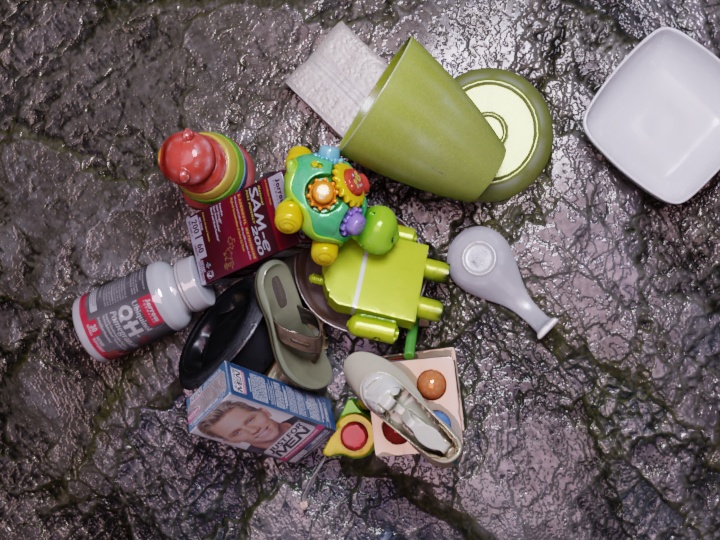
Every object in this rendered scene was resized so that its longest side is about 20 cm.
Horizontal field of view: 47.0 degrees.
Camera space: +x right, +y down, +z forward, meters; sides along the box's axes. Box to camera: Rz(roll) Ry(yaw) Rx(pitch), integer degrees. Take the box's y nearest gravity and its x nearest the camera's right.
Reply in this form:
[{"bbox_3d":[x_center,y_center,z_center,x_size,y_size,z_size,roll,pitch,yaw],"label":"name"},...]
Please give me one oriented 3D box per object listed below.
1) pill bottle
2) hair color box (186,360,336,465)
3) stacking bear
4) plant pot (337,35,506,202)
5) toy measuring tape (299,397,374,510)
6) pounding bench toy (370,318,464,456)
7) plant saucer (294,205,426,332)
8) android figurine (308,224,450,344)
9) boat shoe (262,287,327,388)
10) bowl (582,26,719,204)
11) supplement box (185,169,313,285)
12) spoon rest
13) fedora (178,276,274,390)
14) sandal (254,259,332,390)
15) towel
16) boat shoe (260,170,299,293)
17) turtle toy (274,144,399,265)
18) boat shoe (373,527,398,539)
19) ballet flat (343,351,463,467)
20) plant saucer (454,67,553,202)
[{"bbox_3d":[-0.327,0.054,1.264,0.197,0.111,0.112,-24,86,7],"label":"pill bottle"},{"bbox_3d":[-0.140,0.209,1.190,0.100,0.199,0.061,-44,40,24],"label":"hair color box"},{"bbox_3d":[-0.231,-0.153,1.208,0.112,0.200,0.124,11,91,7],"label":"stacking bear"},{"bbox_3d":[0.098,-0.188,1.159,0.199,0.187,0.188,33,94,-9],"label":"plant pot"},{"bbox_3d":[-0.022,0.279,1.243,0.073,0.074,0.202,26,93,7],"label":"toy measuring tape"},{"bbox_3d":[0.076,0.148,1.186,0.122,0.156,0.204,-7,88,8],"label":"pounding bench toy"},{"bbox_3d":[0.000,0.000,1.231,0.196,0.032,0.204,2,69,-4],"label":"plant saucer"},{"bbox_3d":[0.027,0.011,1.189,0.197,0.041,0.185,11,66,0],"label":"android figurine"},{"bbox_3d":[-0.086,0.112,1.257,0.066,0.074,0.202,32,86,-17],"label":"boat shoe"},{"bbox_3d":[0.434,-0.215,1.183,0.200,0.075,0.200,42,94,5],"label":"bowl"},{"bbox_3d":[-0.158,-0.059,1.208,0.198,0.061,0.111,-22,80,31],"label":"supplement box"},{"bbox_3d":[0.210,0.020,1.227,0.099,0.061,0.200,-43,71,4],"label":"spoon rest"},{"bbox_3d":[-0.183,0.110,1.239,0.091,0.201,0.201,36,95,-27],"label":"fedora"},{"bbox_3d":[-0.089,0.082,1.166,0.057,0.080,0.203,-5,114,42],"label":"sandal"},{"bbox_3d":[-0.003,-0.268,1.263,0.200,0.034,0.133,44,93,6],"label":"towel"},{"bbox_3d":[-0.121,-0.050,1.265,0.062,0.073,0.205,8,101,40],"label":"boat shoe"},{"bbox_3d":[-0.029,-0.088,1.130,0.100,0.200,0.147,-24,41,30],"label":"turtle toy"},{"bbox_3d":[0.002,0.483,1.240,0.200,0.071,0.091,-45,83,-2],"label":"boat shoe"},{"bbox_3d":[0.055,0.180,1.077,0.199,0.069,0.070,40,94,6],"label":"ballet flat"},{"bbox_3d":[0.190,-0.205,1.238,0.196,0.031,0.204,0,89,8],"label":"plant saucer"}]
